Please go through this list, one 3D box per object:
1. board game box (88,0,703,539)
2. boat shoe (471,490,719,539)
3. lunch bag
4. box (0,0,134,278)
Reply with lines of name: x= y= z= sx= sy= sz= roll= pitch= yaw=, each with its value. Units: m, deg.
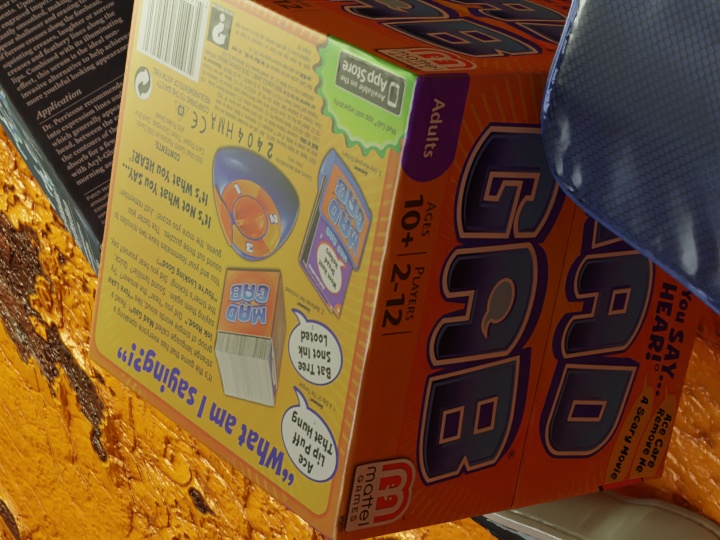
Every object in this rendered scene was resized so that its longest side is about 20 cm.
board game box: x=0.022 y=-0.023 z=0.920 sx=0.200 sy=0.199 sz=0.201 roll=30 pitch=117 yaw=45
boat shoe: x=0.113 y=0.142 z=1.102 sx=0.199 sy=0.074 sz=0.061 roll=21 pitch=130 yaw=30
lunch bag: x=0.183 y=-0.058 z=0.753 sx=0.200 sy=0.132 sz=0.136 roll=43 pitch=132 yaw=34
box: x=-0.168 y=-0.101 z=1.307 sx=0.200 sy=0.107 sz=0.148 roll=57 pitch=170 yaw=12
